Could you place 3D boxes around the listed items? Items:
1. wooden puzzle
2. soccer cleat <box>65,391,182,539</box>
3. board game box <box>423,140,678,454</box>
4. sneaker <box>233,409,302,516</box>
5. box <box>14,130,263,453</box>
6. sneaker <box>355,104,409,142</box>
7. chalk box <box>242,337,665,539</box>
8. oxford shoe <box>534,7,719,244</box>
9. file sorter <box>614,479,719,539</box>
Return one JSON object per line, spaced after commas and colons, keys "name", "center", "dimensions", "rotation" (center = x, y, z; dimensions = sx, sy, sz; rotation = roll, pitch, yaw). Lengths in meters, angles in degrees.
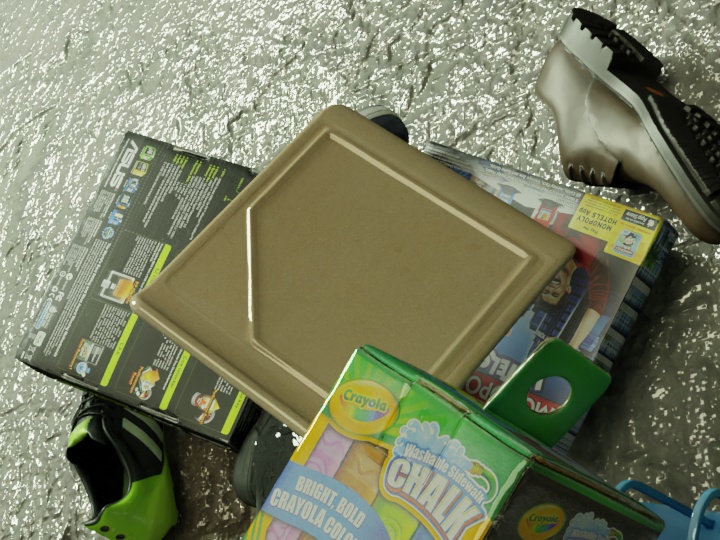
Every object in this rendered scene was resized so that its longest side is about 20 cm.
{"name": "wooden puzzle", "center": [-0.003, 0.007, 0.797], "dimensions": [0.185, 0.037, 0.200], "rotation": [34, 63, 22]}
{"name": "soccer cleat", "center": [-0.188, 0.117, 1.041], "dimensions": [0.068, 0.081, 0.200], "rotation": [-37, 49, 21]}
{"name": "board game box", "center": [0.081, 0.039, 0.862], "dimensions": [0.200, 0.062, 0.200], "rotation": [25, 87, 45]}
{"name": "sneaker", "center": [-0.030, 0.104, 0.920], "dimensions": [0.104, 0.060, 0.200], "rotation": [6, 79, 56]}
{"name": "box", "center": [-0.131, 0.012, 1.016], "dimensions": [0.193, 0.048, 0.200], "rotation": [18, 75, 20]}
{"name": "sneaker", "center": [0.000, 0.001, 0.860], "dimensions": [0.146, 0.077, 0.202], "rotation": [32, 83, 38]}
{"name": "chalk box", "center": [0.043, 0.120, 0.636], "dimensions": [0.124, 0.124, 0.200], "rotation": [30, 88, 45]}
{"name": "oxford shoe", "center": [0.172, -0.074, 0.846], "dimensions": [0.084, 0.073, 0.200], "rotation": [-57, 40, 27]}
{"name": "file sorter", "center": [0.146, 0.177, 0.691], "dimensions": [0.200, 0.123, 0.139], "rotation": [0, 68, 42]}
